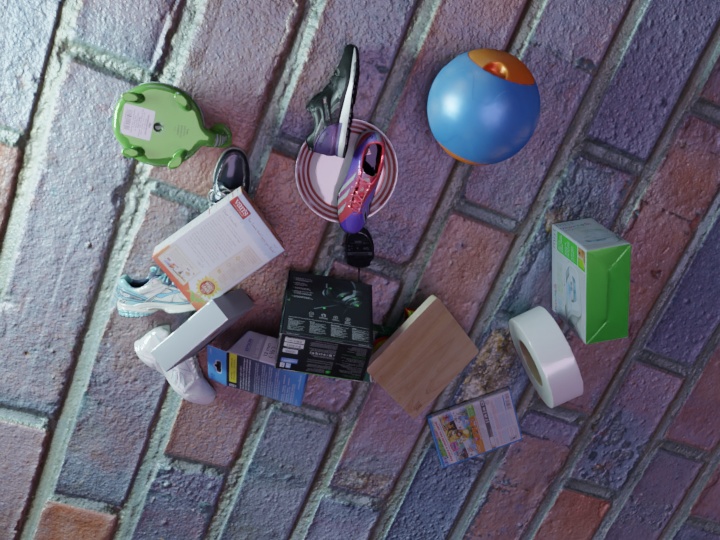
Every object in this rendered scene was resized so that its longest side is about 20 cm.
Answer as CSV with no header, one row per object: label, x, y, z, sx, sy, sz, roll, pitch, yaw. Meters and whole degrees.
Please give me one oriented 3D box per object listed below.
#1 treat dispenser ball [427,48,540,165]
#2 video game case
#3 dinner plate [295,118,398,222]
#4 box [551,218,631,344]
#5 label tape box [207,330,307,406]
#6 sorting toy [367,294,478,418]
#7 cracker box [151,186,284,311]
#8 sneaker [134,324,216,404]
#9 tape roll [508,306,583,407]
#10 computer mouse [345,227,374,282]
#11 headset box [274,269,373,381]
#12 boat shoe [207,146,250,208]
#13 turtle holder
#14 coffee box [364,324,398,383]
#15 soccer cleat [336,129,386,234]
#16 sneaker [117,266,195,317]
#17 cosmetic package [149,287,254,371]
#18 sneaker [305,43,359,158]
treat dispenser ball,0.219,-0.290,1.235,0.199,0.201,0.203,-3,111,-8
video game case,0.263,0.361,1.589,0.198,0.018,0.144,-19,113,-2
dinner plate,-0.027,-0.190,1.328,0.198,0.024,0.202,-4,112,-9
box,0.465,0.016,1.407,0.096,0.177,0.202,-9,112,-5
label tape box,-0.200,0.188,1.379,0.198,0.066,0.144,17,142,2
sorting toy,0.116,0.169,1.427,0.200,0.070,0.199,-45,127,-5
cracker box,-0.256,-0.039,1.259,0.199,0.058,0.134,-34,113,3
sneaker,-0.356,0.192,1.390,0.080,0.071,0.200,-40,111,7
tape roll,0.384,0.179,1.443,0.070,0.203,0.204,-24,113,0
computer mouse,0.000,0.000,1.404,0.058,0.034,0.202,2,118,6
headset box,-0.068,0.098,1.333,0.172,0.201,0.093,10,127,-9
boat shoe,-0.250,-0.128,1.292,0.074,0.062,0.202,15,108,-15
turtle holder,-0.325,-0.258,1.193,0.184,0.132,0.142,-16,111,-4
coffee box,-0.022,0.167,1.452,0.198,0.044,0.124,11,108,-14
soccer cleat,0.002,-0.159,1.293,0.068,0.073,0.202,12,108,-14
sneaker,-0.370,0.035,1.327,0.198,0.078,0.087,-8,108,-7
cosmetic package,-0.289,0.106,1.299,0.151,0.200,0.052,-42,90,7
sneaker,-0.053,-0.309,1.244,0.087,0.076,0.202,10,94,1
